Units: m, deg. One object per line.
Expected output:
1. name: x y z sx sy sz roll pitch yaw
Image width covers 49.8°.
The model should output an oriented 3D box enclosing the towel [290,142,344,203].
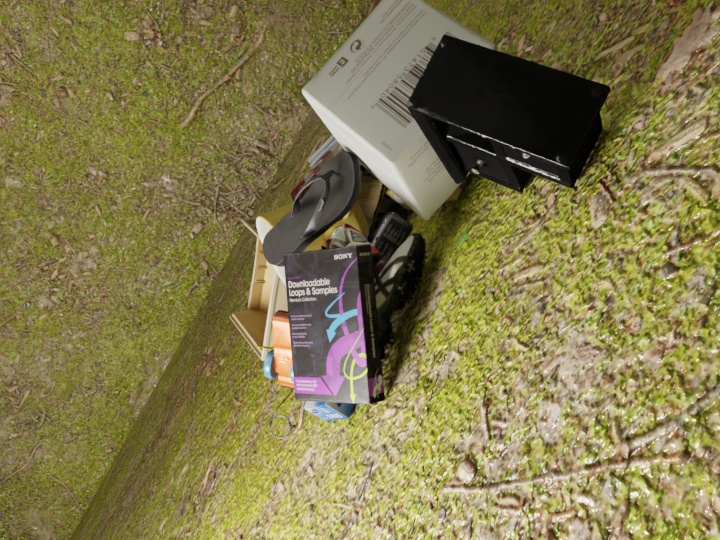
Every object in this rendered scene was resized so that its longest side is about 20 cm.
1. towel: -0.044 -0.186 1.338 0.200 0.023 0.144 -47 -1 -3

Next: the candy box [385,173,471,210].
1. candy box: 0.117 -0.164 1.209 0.118 0.056 0.200 -61 14 -9

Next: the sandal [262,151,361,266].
1. sandal: -0.071 -0.083 1.095 0.201 0.042 0.077 -48 56 17

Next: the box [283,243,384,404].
1. box: -0.039 0.072 1.036 0.141 0.036 0.206 -6 88 41

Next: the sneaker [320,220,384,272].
1. sneaker: -0.013 -0.022 1.135 0.077 0.083 0.200 -37 -10 -10

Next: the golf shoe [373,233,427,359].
1. golf shoe: 0.022 0.029 1.074 0.203 0.093 0.078 -62 -26 -12

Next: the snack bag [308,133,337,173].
1. snack bag: -0.022 -0.238 1.396 0.189 0.021 0.200 -46 -1 -2

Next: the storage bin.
1. storage bin: -0.168 0.028 1.465 0.198 0.092 0.205 38 124 52

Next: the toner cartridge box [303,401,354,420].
1. toner cartridge box: -0.013 0.118 1.148 0.095 0.043 0.204 -29 35 64

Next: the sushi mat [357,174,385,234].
1. sushi mat: -0.010 -0.122 1.363 0.199 0.012 0.098 22 97 65

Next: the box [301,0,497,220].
1. box: 0.071 -0.225 1.052 0.200 0.171 0.200 -47 59 -1

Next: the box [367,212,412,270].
1. box: 0.000 0.000 1.311 0.203 0.044 0.160 -62 15 -4

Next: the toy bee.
1. toy bee: -0.121 0.157 1.311 0.204 0.129 0.109 -66 -12 20

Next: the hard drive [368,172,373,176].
1. hard drive: 0.099 -0.252 1.336 0.200 0.025 0.132 -46 2 -24

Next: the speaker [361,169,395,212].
1. speaker: -0.001 -0.116 1.450 0.200 0.080 0.082 -44 22 49

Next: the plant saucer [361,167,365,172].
1. plant saucer: 0.058 -0.254 1.316 0.199 0.037 0.200 -45 1 6

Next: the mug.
1. mug: -0.061 -0.051 1.244 0.151 0.152 0.186 -30 24 -17

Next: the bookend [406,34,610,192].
1. bookend: 0.179 -0.146 0.873 0.094 0.196 0.200 -60 -28 -5
